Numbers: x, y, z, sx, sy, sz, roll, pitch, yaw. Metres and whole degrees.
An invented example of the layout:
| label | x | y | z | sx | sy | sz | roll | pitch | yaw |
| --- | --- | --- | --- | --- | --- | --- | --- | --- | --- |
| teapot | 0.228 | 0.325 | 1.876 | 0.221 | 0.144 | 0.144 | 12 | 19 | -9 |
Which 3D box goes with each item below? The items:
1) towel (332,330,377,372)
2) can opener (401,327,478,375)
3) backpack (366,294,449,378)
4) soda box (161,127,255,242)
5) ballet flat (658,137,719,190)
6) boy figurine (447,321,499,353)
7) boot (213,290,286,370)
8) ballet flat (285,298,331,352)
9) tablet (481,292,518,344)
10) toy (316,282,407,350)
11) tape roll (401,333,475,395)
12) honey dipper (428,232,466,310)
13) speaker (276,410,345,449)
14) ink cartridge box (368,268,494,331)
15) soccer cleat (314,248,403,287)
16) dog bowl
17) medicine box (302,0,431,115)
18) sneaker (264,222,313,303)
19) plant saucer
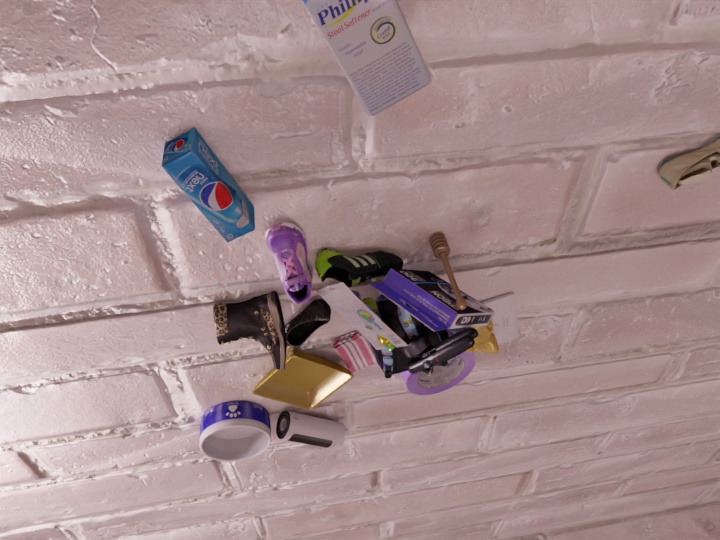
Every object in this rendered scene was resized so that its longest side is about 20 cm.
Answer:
| label | x | y | z | sx | sy | sz | roll | pitch | yaw |
| --- | --- | --- | --- | --- | --- | --- | --- | --- | --- |
| towel | 0.040 | 0.194 | 1.480 | 0.197 | 0.030 | 0.147 | -21 | 137 | 8 |
| can opener | 0.163 | 0.168 | 1.195 | 0.079 | 0.064 | 0.199 | 43 | 140 | -17 |
| backpack | 0.098 | 0.124 | 1.324 | 0.180 | 0.135 | 0.202 | -17 | 116 | 22 |
| soda box | -0.263 | -0.145 | 1.022 | 0.063 | 0.069 | 0.201 | -22 | 136 | 11 |
| ballet flat | 0.717 | -0.223 | 1.181 | 0.197 | 0.070 | 0.070 | -25 | 136 | 12 |
| boy figurine | 0.282 | 0.147 | 1.440 | 0.198 | 0.064 | 0.126 | 31 | 93 | -32 |
| boot | -0.246 | 0.145 | 1.312 | 0.147 | 0.074 | 0.203 | -7 | 123 | -4 |
| ballet flat | -0.135 | 0.139 | 1.357 | 0.066 | 0.058 | 0.200 | 17 | 134 | -29 |
| tablet | 0.346 | 0.139 | 1.508 | 0.128 | 0.014 | 0.202 | -17 | 136 | 5 |
| toy | 0.010 | 0.088 | 1.223 | 0.200 | 0.047 | 0.114 | 48 | 148 | -17 |
| tape roll | 0.202 | 0.245 | 1.529 | 0.196 | 0.066 | 0.202 | -12 | 138 | -11 |
| honey dipper | 0.180 | 0.002 | 1.186 | 0.037 | 0.202 | 0.038 | -6 | 137 | -5 |
| speaker | -0.142 | 0.466 | 1.683 | 0.198 | 0.082 | 0.081 | 22 | 127 | -32 |
| ink cartridge box | 0.148 | 0.057 | 1.203 | 0.198 | 0.197 | 0.044 | 0 | 116 | -47 |
| soccer cleat | 0.000 | 0.000 | 1.228 | 0.196 | 0.082 | 0.068 | 1 | 136 | -15 |
| dog bowl | -0.350 | 0.452 | 1.620 | 0.196 | 0.080 | 0.202 | -7 | 137 | -7 |
| medicine box | -0.002 | -0.353 | 0.783 | 0.102 | 0.184 | 0.200 | -26 | 136 | 14 |
| sneaker | -0.139 | -0.007 | 1.183 | 0.079 | 0.089 | 0.202 | -12 | 136 | 2 |
| plant saucer | -0.151 | 0.277 | 1.501 | 0.198 | 0.049 | 0.200 | 24 | 129 | -34 |
